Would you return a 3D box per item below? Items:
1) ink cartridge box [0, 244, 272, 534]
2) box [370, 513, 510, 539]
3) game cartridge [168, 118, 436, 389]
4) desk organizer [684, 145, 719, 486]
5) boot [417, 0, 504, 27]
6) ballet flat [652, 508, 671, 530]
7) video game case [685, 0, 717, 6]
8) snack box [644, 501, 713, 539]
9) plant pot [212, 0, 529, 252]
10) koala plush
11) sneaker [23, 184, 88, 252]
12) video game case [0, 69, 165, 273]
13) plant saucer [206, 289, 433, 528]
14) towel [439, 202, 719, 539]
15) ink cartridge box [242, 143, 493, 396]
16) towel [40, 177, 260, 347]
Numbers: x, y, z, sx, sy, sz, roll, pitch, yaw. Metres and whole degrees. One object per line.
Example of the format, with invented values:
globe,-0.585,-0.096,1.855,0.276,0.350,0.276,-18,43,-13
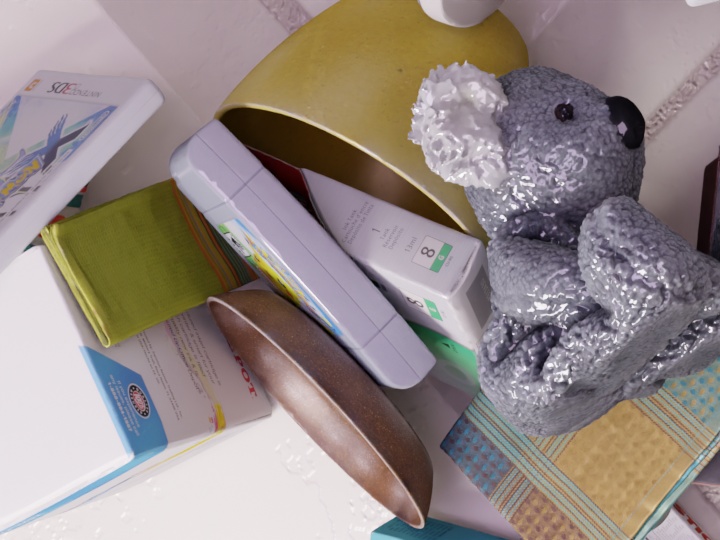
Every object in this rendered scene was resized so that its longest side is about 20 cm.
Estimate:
ink cartridge box,-0.183,0.072,1.429,0.145,0.200,0.148,-28,83,23
box,0.100,0.222,1.386,0.199,0.049,0.083,12,107,28
game cartridge,-0.039,-0.006,1.325,0.040,0.133,0.200,-44,96,-12
desk organizer,0.237,0.032,1.315,0.071,0.077,0.202,7,86,1
boot,0.057,-0.208,1.316,0.090,0.200,0.073,22,120,19
ballet flat,0.153,0.063,1.343,0.067,0.064,0.202,-15,77,33
video game case,0.245,-0.253,1.231,0.198,0.024,0.183,-15,69,-12
snack box,0.155,0.149,1.388,0.200,0.024,0.072,47,108,13
plant pot,0.028,-0.101,1.351,0.199,0.200,0.143,26,74,19
koala plush,0.116,-0.029,1.219,0.184,0.177,0.201,-41,67,35
sneaker,-0.289,-0.037,1.536,0.198,0.070,0.094,8,91,19
video game case,-0.235,-0.054,1.404,0.200,0.182,0.022,-49,117,-17
plant saucer,-0.019,0.081,1.381,0.034,0.200,0.200,-42,76,-11
towel,0.150,0.077,1.294,0.147,0.022,0.201,47,110,30
ink cartridge box,0.000,0.000,1.361,0.199,0.161,0.050,22,71,25
towel,-0.121,-0.016,1.398,0.018,0.200,0.086,-34,86,34
